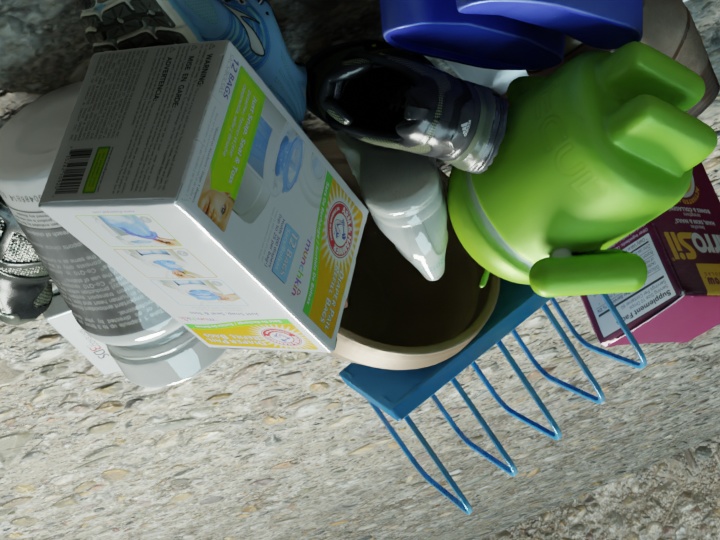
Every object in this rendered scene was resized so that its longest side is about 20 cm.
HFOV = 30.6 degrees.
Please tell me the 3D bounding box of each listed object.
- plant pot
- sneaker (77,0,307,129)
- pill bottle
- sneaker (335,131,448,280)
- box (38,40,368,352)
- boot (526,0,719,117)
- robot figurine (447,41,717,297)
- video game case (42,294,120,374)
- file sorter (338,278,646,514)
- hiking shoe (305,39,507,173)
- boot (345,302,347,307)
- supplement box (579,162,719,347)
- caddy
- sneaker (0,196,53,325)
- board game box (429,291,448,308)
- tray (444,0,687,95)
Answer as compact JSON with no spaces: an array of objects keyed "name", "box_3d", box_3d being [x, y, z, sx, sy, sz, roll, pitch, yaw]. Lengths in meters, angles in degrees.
[{"name":"plant pot","box_3d":[0.000,0.000,1.013,0.200,0.202,0.093,-6,149,-30]},{"name":"sneaker","box_3d":[-0.101,-0.150,0.842,0.078,0.090,0.200,0,153,34]},{"name":"pill bottle","box_3d":[-0.164,-0.021,0.914,0.113,0.114,0.201,-20,126,3]},{"name":"sneaker","box_3d":[0.031,-0.064,0.976,0.075,0.200,0.089,-18,122,9]},{"name":"box","box_3d":[-0.089,-0.039,0.826,0.101,0.113,0.200,0,152,28]},{"name":"boot","box_3d":[0.170,-0.124,0.980,0.146,0.070,0.200,34,102,-30]},{"name":"robot figurine","box_3d":[0.138,-0.067,0.879,0.115,0.176,0.200,18,142,-33]},{"name":"video game case","box_3d":[-0.182,0.036,1.265,0.199,0.023,0.182,-19,158,0]},{"name":"file sorter","box_3d":[0.111,0.081,1.078,0.200,0.123,0.139,-38,-163,-9]},{"name":"hiking shoe","box_3d":[0.007,-0.124,0.885,0.100,0.076,0.200,16,-175,-40]},{"name":"boot","box_3d":[-0.070,-0.004,1.120,0.186,0.064,0.200,-35,132,29]},{"name":"supplement box","box_3d":[0.256,-0.041,1.202,0.130,0.201,0.103,1,151,-43]},{"name":"caddy","box_3d":[0.096,-0.198,0.841,0.199,0.106,0.141,3,172,-44]},{"name":"sneaker","box_3d":[-0.243,-0.020,1.012,0.114,0.077,0.200,-10,152,-4]},{"name":"board game box","box_3d":[0.125,-0.034,1.113,0.200,0.024,0.105,-38,-166,-8]},{"name":"tray","box_3d":[0.161,-0.197,0.999,0.199,0.022,0.107,-26,158,16]}]
